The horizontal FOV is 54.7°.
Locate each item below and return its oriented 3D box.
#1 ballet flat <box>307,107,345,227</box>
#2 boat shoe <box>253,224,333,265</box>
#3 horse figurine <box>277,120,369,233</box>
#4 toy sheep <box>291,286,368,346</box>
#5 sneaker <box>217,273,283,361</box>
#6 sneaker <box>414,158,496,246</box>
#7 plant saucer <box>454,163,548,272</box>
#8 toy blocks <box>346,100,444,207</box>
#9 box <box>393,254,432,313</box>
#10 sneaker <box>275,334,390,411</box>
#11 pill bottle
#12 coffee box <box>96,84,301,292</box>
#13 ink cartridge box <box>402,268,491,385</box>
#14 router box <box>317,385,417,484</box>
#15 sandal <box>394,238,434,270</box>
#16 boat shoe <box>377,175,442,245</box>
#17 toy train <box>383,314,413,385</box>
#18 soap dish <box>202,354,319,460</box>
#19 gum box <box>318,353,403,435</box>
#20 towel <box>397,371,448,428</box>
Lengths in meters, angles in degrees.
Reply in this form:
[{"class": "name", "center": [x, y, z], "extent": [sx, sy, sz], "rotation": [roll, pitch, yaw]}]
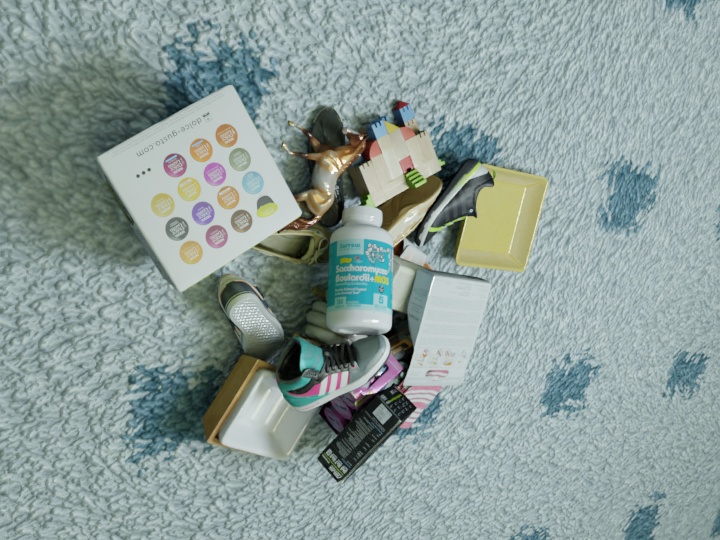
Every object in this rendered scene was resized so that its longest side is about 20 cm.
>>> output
[{"class": "ballet flat", "center": [-0.059, -0.175, 1.193], "extent": [0.065, 0.057, 0.204], "rotation": [1, 103, -3]}, {"class": "boat shoe", "center": [-0.111, -0.044, 1.175], "extent": [0.198, 0.063, 0.074], "rotation": [19, 118, -33]}, {"class": "horse figurine", "center": [-0.078, -0.150, 1.139], "extent": [0.130, 0.050, 0.203], "rotation": [17, 94, -16]}, {"class": "toy sheep", "center": [-0.040, 0.099, 1.243], "extent": [0.137, 0.137, 0.203], "rotation": [30, 83, -35]}, {"class": "sneaker", "center": [-0.185, 0.078, 1.181], "extent": [0.078, 0.080, 0.201], "rotation": [-28, 144, -12]}, {"class": "sneaker", "center": [0.181, -0.115, 1.307], "extent": [0.082, 0.072, 0.201], "rotation": [36, 101, -2]}, {"class": "plant saucer", "center": [0.276, -0.106, 1.415], "extent": [0.197, 0.048, 0.204], "rotation": [5, 104, -34]}, {"class": "toy blocks", "center": [0.049, -0.208, 1.223], "extent": [0.198, 0.100, 0.138], "rotation": [-31, 108, -19]}, {"class": "box", "center": [0.103, 0.035, 1.271], "extent": [0.198, 0.068, 0.083], "rotation": [21, 103, -42]}, {"class": "sneaker", "center": [-0.056, 0.142, 1.120], "extent": [0.198, 0.084, 0.121], "rotation": [-32, 136, 7]}, {"class": "pill bottle", "center": [0.000, 0.000, 1.155], "extent": [0.109, 0.110, 0.204], "rotation": [10, 74, -33]}, {"class": "coffee box", "center": [-0.232, -0.111, 0.980], "extent": [0.198, 0.199, 0.200], "rotation": [-33, 105, -17]}, {"class": "ink cartridge box", "center": [0.145, 0.105, 1.250], "extent": [0.158, 0.047, 0.203], "rotation": [7, 103, -41]}, {"class": "router box", "center": [0.017, 0.283, 1.227], "extent": [0.150, 0.062, 0.200], "rotation": [-47, 168, 5]}, {"class": "sandal", "center": [0.105, -0.002, 1.337], "extent": [0.206, 0.059, 0.080], "rotation": [36, 86, -35]}, {"class": "boat shoe", "center": [0.077, -0.102, 1.286], "extent": [0.199, 0.073, 0.070], "rotation": [-40, 146, -24]}, {"class": "toy train", "center": [0.094, 0.141, 1.371], "extent": [0.198, 0.085, 0.116], "rotation": [-27, 109, -22]}, {"class": "soap dish", "center": [-0.168, 0.239, 1.214], "extent": [0.159, 0.081, 0.199], "rotation": [-58, 142, -2]}, {"class": "gum box", "center": [-0.002, 0.218, 1.262], "extent": [0.113, 0.066, 0.201], "rotation": [-38, 166, -27]}, {"class": "towel", "center": [0.114, 0.248, 1.383], "extent": [0.145, 0.030, 0.201], "rotation": [7, 127, -51]}]
